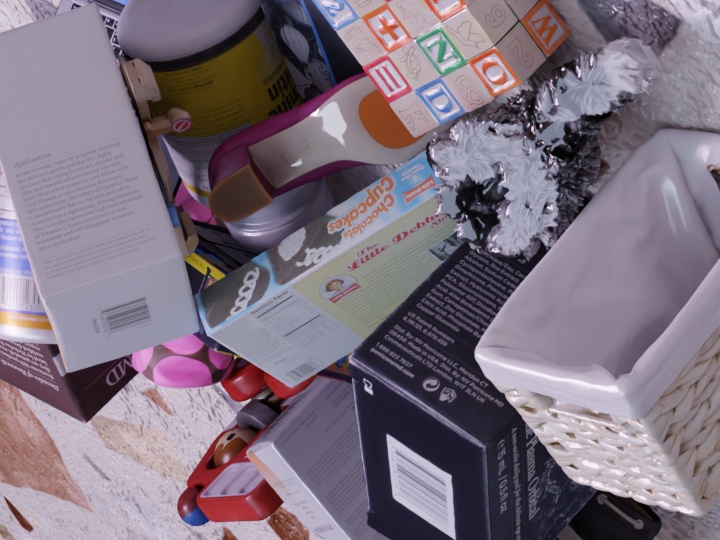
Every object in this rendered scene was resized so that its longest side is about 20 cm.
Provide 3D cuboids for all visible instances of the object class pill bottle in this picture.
[{"bbox_3d":[-0.217,-0.051,1.778,0.112,0.112,0.201,8,97,52],"label":"pill bottle"},{"bbox_3d":[-0.089,-0.114,1.728,0.112,0.112,0.201,19,143,43],"label":"pill bottle"}]

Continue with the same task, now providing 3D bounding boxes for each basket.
[{"bbox_3d":[0.189,0.031,1.425,0.135,0.200,0.124,12,145,50],"label":"basket"}]

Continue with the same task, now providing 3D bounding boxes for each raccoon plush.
[{"bbox_3d":[0.135,-0.080,1.495,0.199,0.134,0.097,-26,95,36],"label":"raccoon plush"}]

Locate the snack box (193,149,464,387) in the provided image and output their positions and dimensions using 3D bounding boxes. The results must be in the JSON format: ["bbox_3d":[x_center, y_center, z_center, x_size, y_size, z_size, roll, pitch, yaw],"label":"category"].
[{"bbox_3d":[0.000,0.000,1.640,0.116,0.199,0.037,37,-154,-54],"label":"snack box"}]

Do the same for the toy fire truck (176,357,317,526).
[{"bbox_3d":[-0.077,0.146,2.015,0.112,0.168,0.200,53,153,-14],"label":"toy fire truck"}]

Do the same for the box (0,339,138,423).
[{"bbox_3d":[-0.264,-0.014,2.072,0.164,0.166,0.201,22,145,39],"label":"box"}]

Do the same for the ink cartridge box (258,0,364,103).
[{"bbox_3d":[-0.027,-0.183,1.621,0.099,0.039,0.201,20,143,45],"label":"ink cartridge box"}]

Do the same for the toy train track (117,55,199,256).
[{"bbox_3d":[-0.128,-0.077,1.666,0.200,0.032,0.115,82,168,-56],"label":"toy train track"}]

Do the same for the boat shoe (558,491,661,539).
[{"bbox_3d":[0.139,0.139,1.804,0.200,0.060,0.074,46,-162,12],"label":"boat shoe"}]

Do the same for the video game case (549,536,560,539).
[{"bbox_3d":[0.121,0.188,1.766,0.200,0.023,0.182,46,180,37],"label":"video game case"}]

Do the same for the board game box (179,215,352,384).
[{"bbox_3d":[-0.077,0.020,1.818,0.165,0.057,0.200,17,-170,-34],"label":"board game box"}]

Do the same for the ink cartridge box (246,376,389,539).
[{"bbox_3d":[0.029,0.162,1.885,0.200,0.162,0.050,53,147,-11],"label":"ink cartridge box"}]

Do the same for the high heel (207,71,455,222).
[{"bbox_3d":[-0.014,-0.096,1.624,0.068,0.199,0.096,54,-167,-17],"label":"high heel"}]

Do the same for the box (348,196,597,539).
[{"bbox_3d":[0.102,0.079,1.610,0.117,0.200,0.197,31,151,26],"label":"box"}]

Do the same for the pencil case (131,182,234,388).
[{"bbox_3d":[-0.160,0.008,2.003,0.091,0.093,0.201,46,151,50],"label":"pencil case"}]

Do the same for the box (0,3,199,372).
[{"bbox_3d":[-0.187,-0.055,1.628,0.125,0.097,0.201,85,166,-65],"label":"box"}]

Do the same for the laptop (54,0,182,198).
[{"bbox_3d":[-0.203,-0.175,1.813,0.187,0.201,0.116,25,-175,38],"label":"laptop"}]

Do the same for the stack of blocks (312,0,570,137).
[{"bbox_3d":[0.022,-0.191,1.489,0.200,0.059,0.115,52,144,-11],"label":"stack of blocks"}]
